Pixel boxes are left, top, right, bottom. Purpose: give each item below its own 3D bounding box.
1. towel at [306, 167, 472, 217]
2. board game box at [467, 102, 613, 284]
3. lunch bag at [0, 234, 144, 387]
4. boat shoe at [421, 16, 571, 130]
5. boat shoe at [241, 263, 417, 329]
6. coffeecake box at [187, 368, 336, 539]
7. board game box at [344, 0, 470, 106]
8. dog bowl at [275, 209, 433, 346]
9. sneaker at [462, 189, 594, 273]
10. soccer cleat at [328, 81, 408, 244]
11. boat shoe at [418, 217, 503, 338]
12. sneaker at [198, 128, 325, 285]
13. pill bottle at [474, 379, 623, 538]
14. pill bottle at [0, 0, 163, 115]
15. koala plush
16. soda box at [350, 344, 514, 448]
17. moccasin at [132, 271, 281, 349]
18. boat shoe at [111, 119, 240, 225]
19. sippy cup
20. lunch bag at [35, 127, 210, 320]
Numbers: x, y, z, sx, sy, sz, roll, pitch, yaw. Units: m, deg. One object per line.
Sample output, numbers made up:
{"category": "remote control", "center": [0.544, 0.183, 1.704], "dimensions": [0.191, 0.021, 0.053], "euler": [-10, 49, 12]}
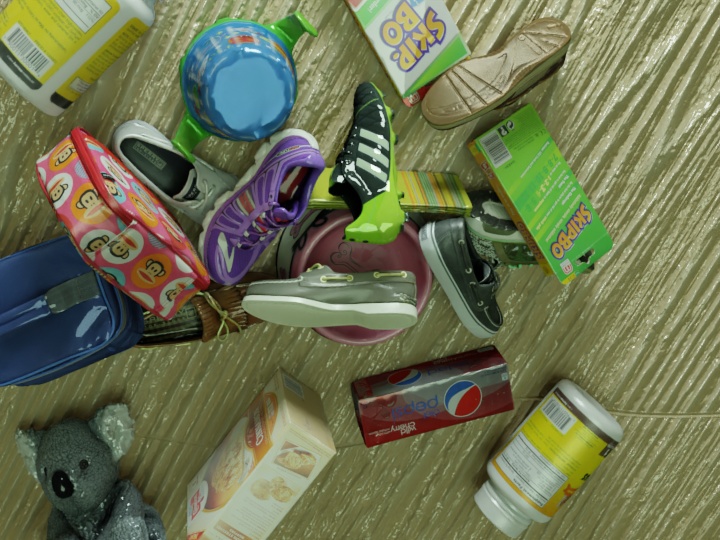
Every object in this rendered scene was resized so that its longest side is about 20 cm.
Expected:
{"category": "towel", "center": [0.027, -0.092, 1.233], "dimensions": [0.197, 0.086, 0.018], "euler": [2, 122, -10]}
{"category": "board game box", "center": [0.216, -0.089, 1.251], "dimensions": [0.095, 0.030, 0.201], "euler": [-33, 91, -23]}
{"category": "lunch bag", "center": [-0.352, 0.046, 1.157], "dimensions": [0.198, 0.132, 0.138], "euler": [-23, 83, 3]}
{"category": "boat shoe", "center": [0.159, -0.213, 1.220], "dimensions": [0.199, 0.072, 0.072], "euler": [-36, 151, -11]}
{"category": "boat shoe", "center": [-0.034, 0.027, 1.198], "dimensions": [0.198, 0.072, 0.061], "euler": [3, 68, 1]}
{"category": "coffeecake box", "center": [-0.125, 0.242, 1.282], "dimensions": [0.073, 0.154, 0.201], "euler": [35, 99, -19]}
{"category": "board game box", "center": [0.045, -0.291, 1.193], "dimensions": [0.095, 0.030, 0.201], "euler": [-32, 114, 1]}
{"category": "dog bowl", "center": [0.000, 0.000, 1.266], "dimensions": [0.197, 0.074, 0.203], "euler": [-3, 110, -9]}
{"category": "sneaker", "center": [0.197, -0.033, 1.308], "dimensions": [0.198, 0.078, 0.089], "euler": [20, 135, -18]}
{"category": "soccer cleat", "center": [0.002, -0.124, 1.177], "dimensions": [0.080, 0.068, 0.203], "euler": [-3, 66, -11]}
{"category": "boat shoe", "center": [0.135, 0.012, 1.268], "dimensions": [0.056, 0.069, 0.200], "euler": [-15, 136, 23]}
{"category": "sneaker", "center": [-0.110, -0.063, 1.171], "dimensions": [0.080, 0.084, 0.201], "euler": [21, 111, -36]}
{"category": "pill bottle", "center": [0.240, 0.248, 1.375], "dimensions": [0.109, 0.109, 0.201], "euler": [37, 99, -20]}
{"category": "pill bottle", "center": [-0.287, -0.269, 1.098], "dimensions": [0.200, 0.114, 0.114], "euler": [-42, 111, 5]}
{"category": "koala plush", "center": [-0.331, 0.268, 1.270], "dimensions": [0.175, 0.184, 0.203], "euler": [-19, 91, 9]}
{"category": "soda box", "center": [0.090, 0.159, 1.342], "dimensions": [0.197, 0.063, 0.071], "euler": [-13, 110, -5]}
{"category": "moccasin", "center": [-0.183, 0.050, 1.240], "dimensions": [0.198, 0.078, 0.075], "euler": [-7, 112, -4]}
{"category": "boat shoe", "center": [-0.196, -0.095, 1.200], "dimensions": [0.198, 0.065, 0.074], "euler": [29, 101, -18]}
{"category": "sippy cup", "center": [-0.126, -0.198, 1.140], "dimensions": [0.138, 0.130, 0.180], "euler": [8, 105, -14]}
{"category": "lunch bag", "center": [-0.259, -0.055, 1.139], "dimensions": [0.082, 0.177, 0.200], "euler": [-39, 138, 2]}
